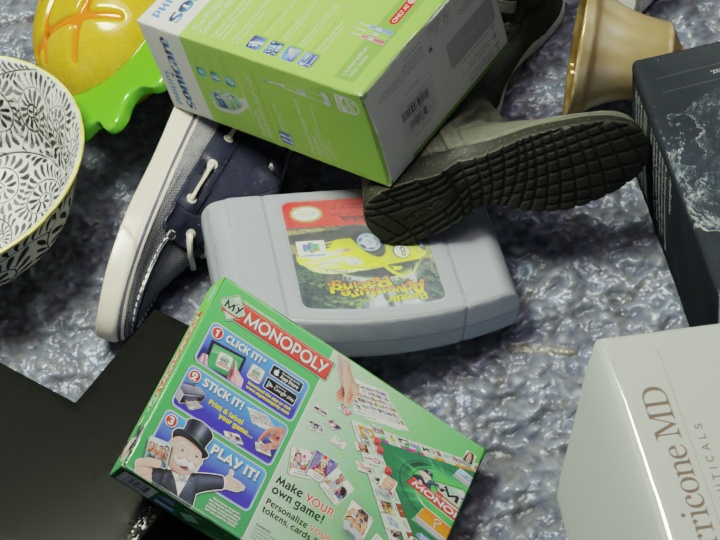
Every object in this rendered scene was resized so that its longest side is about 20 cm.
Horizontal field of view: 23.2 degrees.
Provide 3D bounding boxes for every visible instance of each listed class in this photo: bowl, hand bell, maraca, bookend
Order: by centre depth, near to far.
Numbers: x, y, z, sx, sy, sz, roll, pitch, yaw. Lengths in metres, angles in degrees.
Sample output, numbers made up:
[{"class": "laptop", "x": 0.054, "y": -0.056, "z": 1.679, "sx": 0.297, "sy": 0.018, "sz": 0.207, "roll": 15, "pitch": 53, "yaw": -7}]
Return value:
[{"class": "bookend", "x": -0.170, "y": 0.109, "z": 1.109, "sx": 0.199, "sy": 0.093, "sz": 0.199, "roll": 23, "pitch": 59, "yaw": 26}, {"class": "hand bell", "x": 0.249, "y": -0.142, "z": 1.238, "sx": 0.198, "sy": 0.105, "sz": 0.105, "roll": 9, "pitch": 55, "yaw": 3}, {"class": "bowl", "x": -0.281, "y": -0.049, "z": 1.245, "sx": 0.198, "sy": 0.095, "sz": 0.202, "roll": -5, "pitch": 54, "yaw": 7}, {"class": "maraca", "x": -0.182, "y": -0.169, "z": 1.299, "sx": 0.137, "sy": 0.107, "sz": 0.201, "roll": -43, "pitch": 37, "yaw": 12}]

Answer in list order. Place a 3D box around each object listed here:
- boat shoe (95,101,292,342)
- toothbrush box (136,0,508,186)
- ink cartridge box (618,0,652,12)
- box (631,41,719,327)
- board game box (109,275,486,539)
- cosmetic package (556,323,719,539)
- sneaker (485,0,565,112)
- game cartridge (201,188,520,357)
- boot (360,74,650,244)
[{"class": "boat shoe", "x": -0.111, "y": -0.032, "z": 1.220, "sx": 0.092, "sy": 0.075, "sz": 0.202, "roll": 19, "pitch": 69, "yaw": 2}, {"class": "toothbrush box", "x": -0.025, "y": -0.160, "z": 1.175, "sx": 0.199, "sy": 0.087, "sz": 0.146, "roll": 22, "pitch": 59, "yaw": 32}, {"class": "ink cartridge box", "x": 0.231, "y": -0.311, "z": 1.314, "sx": 0.084, "sy": 0.146, "sz": 0.200, "roll": 29, "pitch": 63, "yaw": 26}, {"class": "box", "x": 0.294, "y": -0.050, "z": 1.129, "sx": 0.194, "sy": 0.118, "sz": 0.202, "roll": -13, "pitch": 54, "yaw": 0}, {"class": "board game box", "x": -0.032, "y": 0.114, "z": 1.045, "sx": 0.199, "sy": 0.029, "sz": 0.135, "roll": 34, "pitch": 61, "yaw": -13}, {"class": "cosmetic package", "x": 0.229, "y": 0.138, "z": 0.948, "sx": 0.198, "sy": 0.167, "sz": 0.169, "roll": -6, "pitch": 52, "yaw": -10}, {"class": "sneaker", "x": 0.082, "y": -0.170, "z": 1.266, "sx": 0.070, "sy": 0.100, "sz": 0.201, "roll": 26, "pitch": 63, "yaw": 24}, {"class": "game cartridge", "x": 0.000, "y": 0.000, "z": 1.159, "sx": 0.198, "sy": 0.041, "sz": 0.134, "roll": -5, "pitch": 46, "yaw": -11}, {"class": "boot", "x": 0.086, "y": -0.098, "z": 1.175, "sx": 0.198, "sy": 0.068, "sz": 0.131, "roll": -13, "pitch": 42, "yaw": 6}]
